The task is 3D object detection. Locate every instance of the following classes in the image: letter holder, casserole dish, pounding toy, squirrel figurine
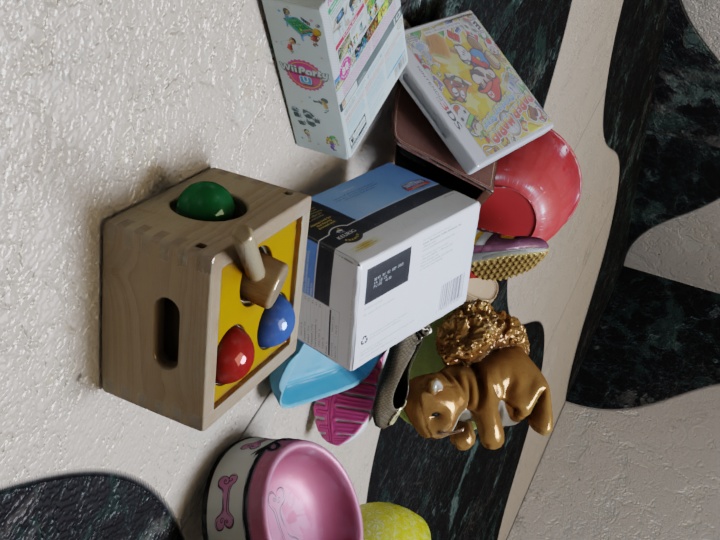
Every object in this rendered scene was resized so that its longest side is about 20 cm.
[{"bbox_3d":[0.085,-0.162,1.247,0.101,0.142,0.200,-49,-161,44],"label":"letter holder"},{"bbox_3d":[-0.034,0.090,1.187,0.200,0.039,0.121,-11,132,-51],"label":"casserole dish"},{"bbox_3d":[-0.112,0.010,0.833,0.184,0.142,0.200,-40,143,-56],"label":"pounding toy"},{"bbox_3d":[0.137,0.137,1.356,0.186,0.141,0.200,2,87,-27],"label":"squirrel figurine"}]

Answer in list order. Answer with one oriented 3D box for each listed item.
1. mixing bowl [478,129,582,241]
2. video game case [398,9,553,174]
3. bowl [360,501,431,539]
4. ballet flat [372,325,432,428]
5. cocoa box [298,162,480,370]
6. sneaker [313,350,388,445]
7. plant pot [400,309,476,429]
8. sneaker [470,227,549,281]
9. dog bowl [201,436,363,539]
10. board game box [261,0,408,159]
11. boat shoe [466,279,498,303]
[{"bbox_3d":[0.190,-0.094,1.372,0.108,0.200,0.200,-66,164,-56],"label":"mixing bowl"},{"bbox_3d":[0.128,-0.216,1.217,0.023,0.182,0.200,-38,175,41],"label":"video game case"},{"bbox_3d":[-0.008,0.397,1.442,0.108,0.200,0.200,43,58,-21],"label":"bowl"},{"bbox_3d":[0.052,0.120,1.249,0.067,0.046,0.200,-58,163,-53],"label":"ballet flat"},{"bbox_3d":[0.011,-0.011,1.095,0.200,0.131,0.134,-28,134,-42],"label":"cocoa box"},{"bbox_3d":[0.007,0.134,1.334,0.200,0.081,0.088,-67,158,-12],"label":"sneaker"},{"bbox_3d":[0.122,0.099,1.497,0.200,0.200,0.190,-55,141,-39],"label":"plant pot"},{"bbox_3d":[0.134,-0.036,1.276,0.075,0.200,0.090,112,-33,-61],"label":"sneaker"},{"bbox_3d":[-0.074,0.270,1.102,0.200,0.074,0.201,31,49,-44],"label":"dog bowl"},{"bbox_3d":[-0.019,-0.229,0.993,0.200,0.064,0.148,79,33,-55],"label":"board game box"},{"bbox_3d":[0.116,-0.012,1.359,0.200,0.069,0.074,32,58,-28],"label":"boat shoe"}]
